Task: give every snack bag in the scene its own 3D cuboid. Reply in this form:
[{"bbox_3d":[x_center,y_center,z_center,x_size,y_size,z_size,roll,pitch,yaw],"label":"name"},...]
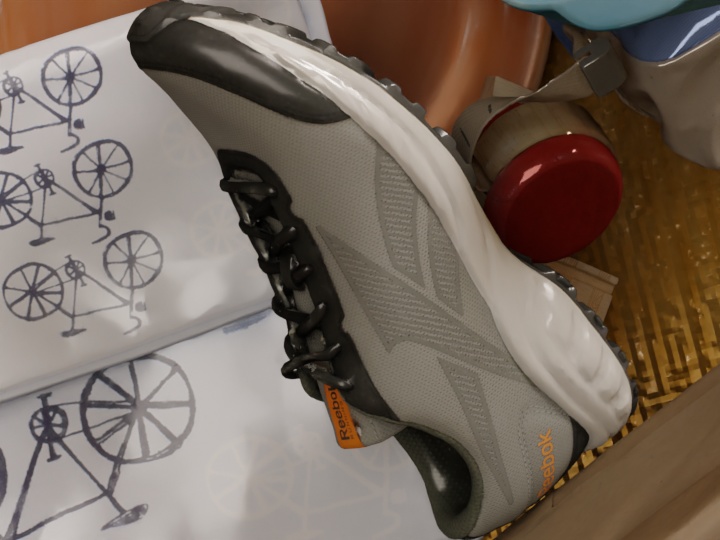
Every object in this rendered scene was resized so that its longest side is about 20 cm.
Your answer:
[{"bbox_3d":[-0.075,0.026,0.780,0.187,0.021,0.201,-18,99,-7],"label":"snack bag"}]

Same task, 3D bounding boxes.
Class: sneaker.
[{"bbox_3d":[0.000,0.000,0.738,0.079,0.074,0.200,-48,112,-14],"label":"sneaker"}]

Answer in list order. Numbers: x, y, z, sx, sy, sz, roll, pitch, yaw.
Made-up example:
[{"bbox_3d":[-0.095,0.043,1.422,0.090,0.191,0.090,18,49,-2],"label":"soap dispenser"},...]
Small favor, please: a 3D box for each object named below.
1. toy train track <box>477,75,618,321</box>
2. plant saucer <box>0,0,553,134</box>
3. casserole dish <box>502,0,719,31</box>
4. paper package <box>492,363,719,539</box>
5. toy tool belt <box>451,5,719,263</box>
[{"bbox_3d":[0.022,0.034,0.818,0.114,0.033,0.201,21,88,-16],"label":"toy train track"},{"bbox_3d":[-0.033,-0.088,0.819,0.199,0.037,0.202,-7,108,-20],"label":"plant saucer"},{"bbox_3d":[0.098,-0.150,0.722,0.121,0.039,0.201,-11,59,39],"label":"casserole dish"},{"bbox_3d":[0.131,0.147,0.746,0.190,0.104,0.200,-40,101,19],"label":"paper package"},{"bbox_3d":[0.104,-0.098,0.803,0.199,0.125,0.123,-34,47,3],"label":"toy tool belt"}]
